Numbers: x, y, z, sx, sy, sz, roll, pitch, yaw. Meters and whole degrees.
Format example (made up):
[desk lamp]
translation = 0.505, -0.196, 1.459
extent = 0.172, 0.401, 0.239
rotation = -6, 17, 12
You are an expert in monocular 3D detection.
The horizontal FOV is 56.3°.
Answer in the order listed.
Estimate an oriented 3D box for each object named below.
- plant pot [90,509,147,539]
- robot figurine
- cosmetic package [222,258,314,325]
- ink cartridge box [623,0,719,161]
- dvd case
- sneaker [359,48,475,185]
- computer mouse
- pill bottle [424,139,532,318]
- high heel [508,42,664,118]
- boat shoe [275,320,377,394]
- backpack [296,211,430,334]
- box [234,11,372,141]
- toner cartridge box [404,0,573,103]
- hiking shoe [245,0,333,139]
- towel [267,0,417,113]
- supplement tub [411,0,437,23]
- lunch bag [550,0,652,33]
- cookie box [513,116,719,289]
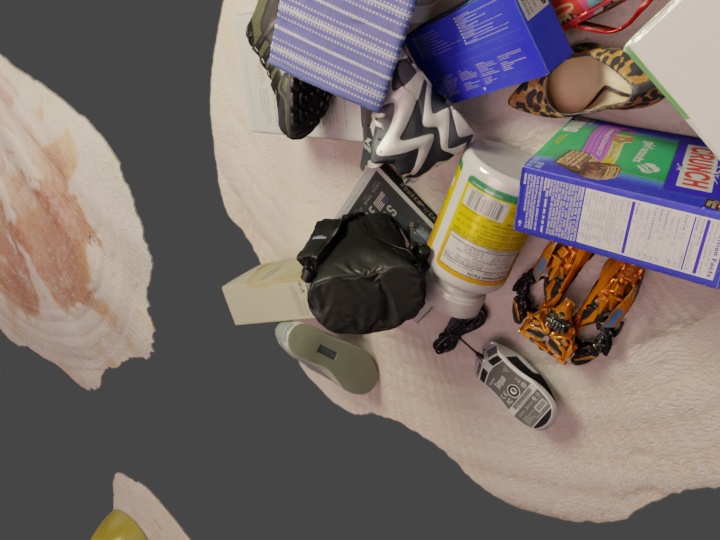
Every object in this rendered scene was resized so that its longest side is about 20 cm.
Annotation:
[plant pot]
translation = -0.734, 0.840, 1.994
extent = 0.197, 0.141, 0.204
rotation = 19, 124, 30
[robot figurine]
translation = 0.261, 0.031, 0.824
extent = 0.144, 0.058, 0.202
rotation = 36, 130, 19
[cosmetic package]
translation = -0.120, 0.031, 1.098
extent = 0.197, 0.103, 0.075
rotation = -8, 108, 39
[ink cartridge box]
translation = 0.322, -0.178, 0.568
extent = 0.146, 0.199, 0.087
rotation = 50, 130, 5
[dvd case]
translation = 0.055, -0.041, 0.973
extent = 0.200, 0.025, 0.151
rotation = 46, 133, 8
[sneaker]
translation = 0.024, -0.182, 0.772
extent = 0.129, 0.080, 0.199
rotation = -43, 112, 14
[computer mouse]
translation = 0.198, 0.138, 0.947
extent = 0.200, 0.044, 0.111
rotation = 45, 129, 18
[pill bottle]
translation = 0.145, -0.045, 0.828
extent = 0.112, 0.112, 0.203
rotation = 32, 124, 20
[high heel]
translation = 0.219, -0.185, 0.683
extent = 0.197, 0.142, 0.073
rotation = -6, 111, 40
[boat shoe]
translation = -0.055, 0.135, 1.091
extent = 0.200, 0.071, 0.071
rotation = 36, 169, -32
[backpack]
translation = 0.000, 0.000, 0.891
extent = 0.163, 0.201, 0.129
rotation = -4, 114, -4
[box]
translation = -0.051, -0.262, 0.881
extent = 0.197, 0.106, 0.155
rotation = 13, 120, 33
[toner cartridge box]
translation = 0.129, -0.243, 0.727
extent = 0.096, 0.043, 0.199
rotation = 59, 160, -17
[hiking shoe]
translation = -0.088, -0.261, 0.799
extent = 0.099, 0.075, 0.205
rotation = 18, 114, 41
[towel]
translation = -0.012, -0.283, 0.689
extent = 0.142, 0.024, 0.203
rotation = 25, 123, 6
[supplement tub]
translation = 0.044, -0.386, 0.712
extent = 0.144, 0.145, 0.203
rotation = 31, 129, 21
[lunch bag]
translation = 0.229, -0.320, 0.645
extent = 0.198, 0.082, 0.179
rotation = -15, 104, 42
[cookie box]
translation = 0.279, -0.080, 0.675
extent = 0.197, 0.171, 0.077
rotation = 19, 128, 28
